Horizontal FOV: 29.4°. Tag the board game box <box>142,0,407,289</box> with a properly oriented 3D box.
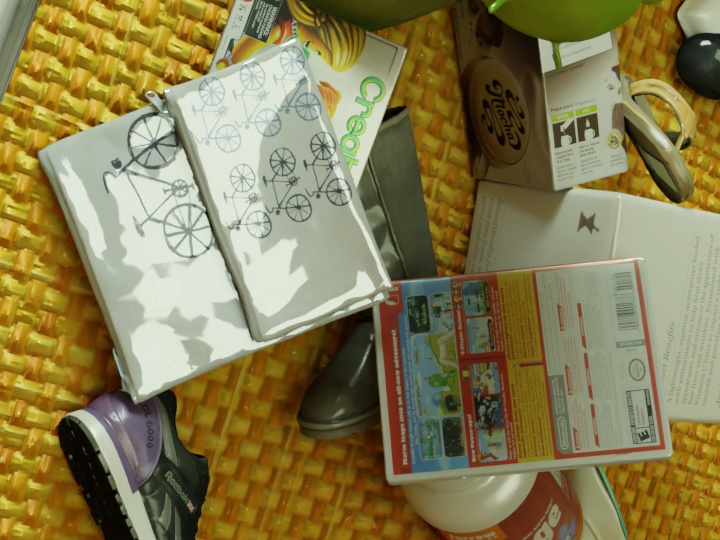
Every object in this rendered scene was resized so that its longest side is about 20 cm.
[{"bbox_3d":[-0.060,-0.084,0.953,0.125,0.035,0.203,20,87,-11],"label":"board game box"}]

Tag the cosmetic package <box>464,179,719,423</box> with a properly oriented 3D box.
[{"bbox_3d":[0.204,0.026,1.109,0.198,0.164,0.167,8,92,-36],"label":"cosmetic package"}]

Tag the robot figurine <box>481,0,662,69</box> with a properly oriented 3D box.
[{"bbox_3d":[0.131,-0.225,0.801,0.175,0.115,0.202,27,81,-43],"label":"robot figurine"}]

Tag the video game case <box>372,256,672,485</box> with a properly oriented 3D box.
[{"bbox_3d":[0.110,0.069,0.961,0.197,0.017,0.145,-5,73,2],"label":"video game case"}]

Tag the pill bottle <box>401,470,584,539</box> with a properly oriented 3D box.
[{"bbox_3d":[0.095,0.163,1.055,0.113,0.111,0.200,-55,141,-15],"label":"pill bottle"}]

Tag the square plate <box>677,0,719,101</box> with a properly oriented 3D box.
[{"bbox_3d":[0.398,-0.229,1.291,0.200,0.028,0.199,-49,122,-19],"label":"square plate"}]

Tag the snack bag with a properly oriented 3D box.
[{"bbox_3d":[-0.097,-0.034,0.917,0.198,0.021,0.191,-21,96,-11],"label":"snack bag"}]

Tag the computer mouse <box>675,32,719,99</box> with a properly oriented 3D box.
[{"bbox_3d":[0.373,-0.168,1.242,0.197,0.034,0.059,12,115,-18],"label":"computer mouse"}]

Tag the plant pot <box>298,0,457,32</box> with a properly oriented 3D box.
[{"bbox_3d":[0.042,-0.255,0.928,0.185,0.199,0.190,-7,102,-34],"label":"plant pot"}]

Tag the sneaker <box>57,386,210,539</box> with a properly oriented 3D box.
[{"bbox_3d":[-0.132,0.172,0.953,0.087,0.075,0.203,-29,113,-35],"label":"sneaker"}]

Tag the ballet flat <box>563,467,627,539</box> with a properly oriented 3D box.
[{"bbox_3d":[0.209,0.244,1.215,0.069,0.069,0.202,-39,118,-24],"label":"ballet flat"}]

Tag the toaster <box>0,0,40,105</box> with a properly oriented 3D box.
[{"bbox_3d":[-0.276,-0.145,0.723,0.179,0.199,0.120,21,81,-36],"label":"toaster"}]

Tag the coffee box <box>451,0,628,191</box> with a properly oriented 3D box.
[{"bbox_3d":[0.135,-0.173,1.058,0.079,0.113,0.203,-16,107,-27],"label":"coffee box"}]

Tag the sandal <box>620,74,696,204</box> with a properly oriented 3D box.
[{"bbox_3d":[0.240,-0.121,1.102,0.054,0.201,0.081,-30,109,14],"label":"sandal"}]

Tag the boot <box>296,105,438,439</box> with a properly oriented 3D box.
[{"bbox_3d":[-0.002,0.000,1.017,0.181,0.072,0.202,-37,123,-39],"label":"boot"}]
